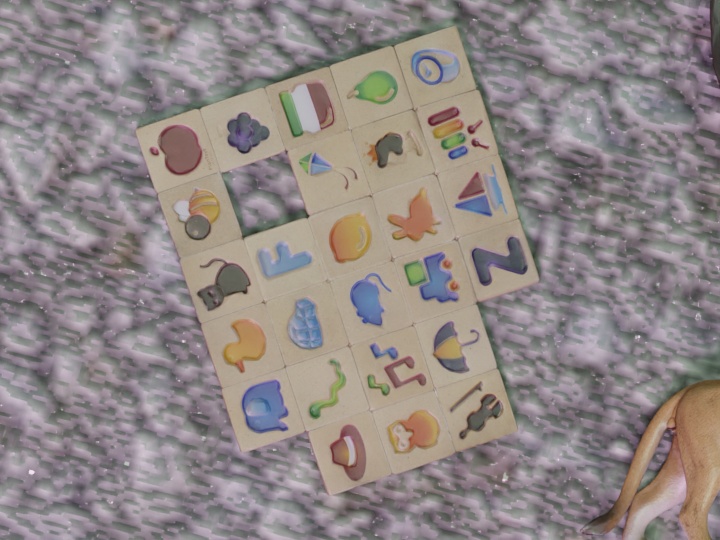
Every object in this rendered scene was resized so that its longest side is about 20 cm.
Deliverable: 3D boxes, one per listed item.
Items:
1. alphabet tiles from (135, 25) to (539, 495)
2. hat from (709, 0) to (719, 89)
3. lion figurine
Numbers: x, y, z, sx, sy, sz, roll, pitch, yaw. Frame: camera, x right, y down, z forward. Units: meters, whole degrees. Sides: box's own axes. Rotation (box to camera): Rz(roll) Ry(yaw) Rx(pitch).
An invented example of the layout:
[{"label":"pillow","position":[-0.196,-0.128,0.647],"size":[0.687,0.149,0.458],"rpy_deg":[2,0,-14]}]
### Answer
[{"label":"alphabet tiles","position":[0.000,0.000,1.397],"size":[0.167,0.008,0.200],"rpy_deg":[-18,91,-7]},{"label":"hat","position":[0.266,-0.118,1.397],"size":[0.200,0.081,0.201],"rpy_deg":[0,87,2]},{"label":"lion figurine","position":[0.212,0.088,1.389],"size":[0.200,0.072,0.123],"rpy_deg":[9,80,-2]}]
